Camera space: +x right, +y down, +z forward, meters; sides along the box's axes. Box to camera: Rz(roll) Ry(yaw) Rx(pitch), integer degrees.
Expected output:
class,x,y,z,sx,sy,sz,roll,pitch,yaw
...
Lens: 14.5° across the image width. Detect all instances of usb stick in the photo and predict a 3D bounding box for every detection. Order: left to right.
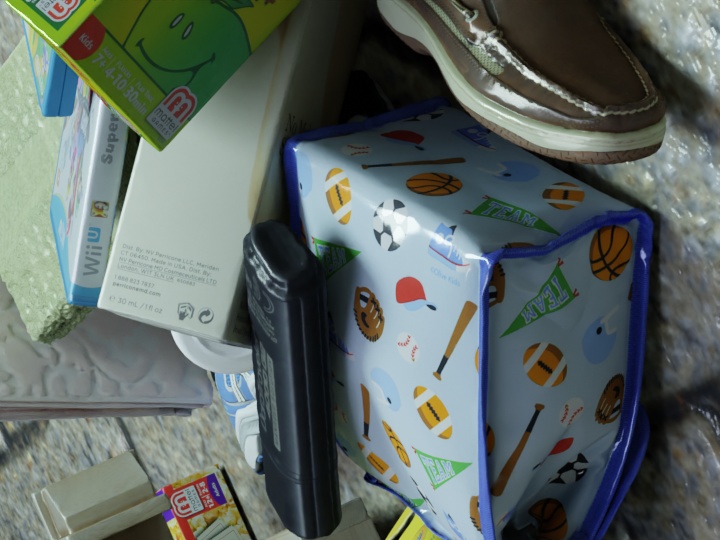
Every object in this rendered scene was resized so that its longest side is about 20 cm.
class,x,y,z,sx,sy,sz,roll,pitch,yaw
usb stick,-0.033,0.057,1.382,0.200,0.033,0.055,86,157,-47

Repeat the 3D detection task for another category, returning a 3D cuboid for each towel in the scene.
class,x,y,z,sx,sy,sz,roll,pitch,yaw
towel,-0.194,0.000,1.681,0.032,0.191,0.200,-52,44,49
towel,-0.163,-0.060,1.586,0.200,0.036,0.149,-48,62,45

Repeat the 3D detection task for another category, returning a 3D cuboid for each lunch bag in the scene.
class,x,y,z,sx,sy,sz,roll,pitch,yaw
lunch bag,0.052,0.040,1.368,0.170,0.124,0.200,33,130,49

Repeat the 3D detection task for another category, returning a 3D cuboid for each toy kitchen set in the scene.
class,x,y,z,sx,sy,sz,roll,pitch,yaw
toy kitchen set,-0.109,0.180,1.672,0.163,0.200,0.180,65,162,4

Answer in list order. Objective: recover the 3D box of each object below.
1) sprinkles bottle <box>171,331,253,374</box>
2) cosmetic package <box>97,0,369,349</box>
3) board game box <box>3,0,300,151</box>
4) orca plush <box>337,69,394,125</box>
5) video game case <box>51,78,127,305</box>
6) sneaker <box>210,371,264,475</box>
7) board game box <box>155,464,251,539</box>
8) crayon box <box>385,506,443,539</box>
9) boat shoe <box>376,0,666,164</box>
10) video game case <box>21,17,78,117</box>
class,x,y,z,sx,sy,sz,roll,pitch,yaw
sprinkles bottle,-0.081,-0.011,1.566,0.200,0.068,0.068,-113,11,-67
cosmetic package,-0.060,-0.064,1.405,0.105,0.071,0.200,17,-93,-75
board game box,-0.060,-0.162,1.304,0.048,0.200,0.102,40,176,36
orca plush,0.000,0.000,1.492,0.105,0.071,0.200,29,135,53
video game case,-0.131,-0.100,1.433,0.143,0.018,0.200,-117,35,-67
sneaker,-0.050,0.043,1.617,0.077,0.076,0.200,53,150,19
board game box,-0.095,0.243,1.898,0.200,0.046,0.151,64,154,7
crayon box,0.044,0.191,1.454,0.127,0.051,0.200,-56,18,16
boat shoe,0.067,-0.117,1.272,0.202,0.075,0.075,40,137,45
video game case,-0.146,-0.193,1.359,0.200,0.018,0.143,106,156,-48
